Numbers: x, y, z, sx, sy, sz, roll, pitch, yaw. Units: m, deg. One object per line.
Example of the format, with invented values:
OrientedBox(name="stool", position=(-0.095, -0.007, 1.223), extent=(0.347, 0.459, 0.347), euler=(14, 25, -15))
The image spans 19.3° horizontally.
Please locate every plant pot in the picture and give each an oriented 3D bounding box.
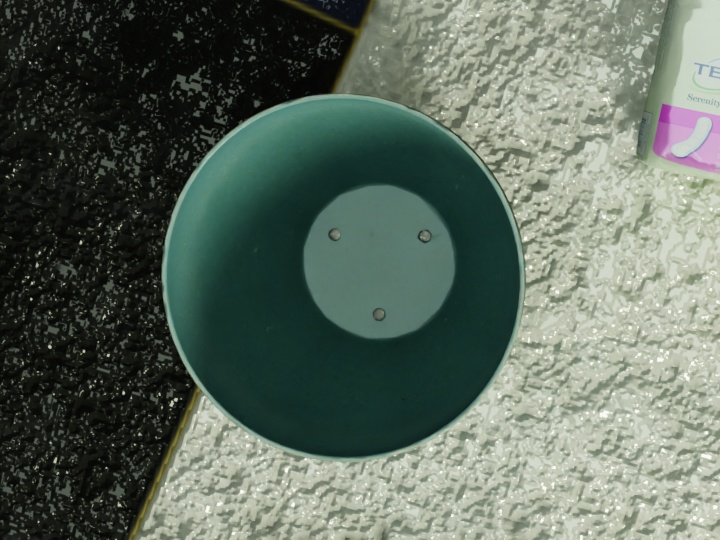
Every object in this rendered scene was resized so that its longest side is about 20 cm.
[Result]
OrientedBox(name="plant pot", position=(0.000, 0.000, 1.211), extent=(0.200, 0.135, 0.200), euler=(1, 94, 10))

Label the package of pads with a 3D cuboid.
OrientedBox(name="package of pads", position=(0.267, -0.115, 1.190), extent=(0.200, 0.068, 0.155), euler=(12, 97, 8))
